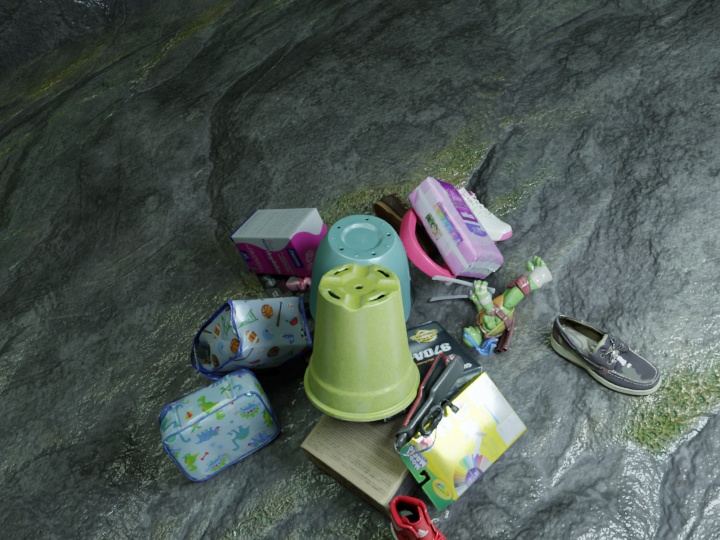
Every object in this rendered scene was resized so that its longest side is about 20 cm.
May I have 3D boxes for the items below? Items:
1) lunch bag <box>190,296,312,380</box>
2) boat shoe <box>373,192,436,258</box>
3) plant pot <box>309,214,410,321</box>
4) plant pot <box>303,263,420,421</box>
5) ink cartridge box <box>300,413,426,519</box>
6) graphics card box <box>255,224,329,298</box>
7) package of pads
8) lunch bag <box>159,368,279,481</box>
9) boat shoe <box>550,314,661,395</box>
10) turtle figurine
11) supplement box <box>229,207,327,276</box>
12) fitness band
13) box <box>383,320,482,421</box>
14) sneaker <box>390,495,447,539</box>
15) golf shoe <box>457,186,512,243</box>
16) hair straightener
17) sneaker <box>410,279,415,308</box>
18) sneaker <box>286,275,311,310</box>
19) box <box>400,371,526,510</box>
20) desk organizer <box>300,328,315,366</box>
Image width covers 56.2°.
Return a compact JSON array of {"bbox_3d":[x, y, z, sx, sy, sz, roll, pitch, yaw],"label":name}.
[{"bbox_3d":[-0.212,0.139,1.281,0.199,0.167,0.127,-32,65,45],"label":"lunch bag"},{"bbox_3d":[0.107,-0.101,1.455,0.069,0.071,0.201,-26,53,-18],"label":"boat shoe"},{"bbox_3d":[0.000,0.000,1.233,0.194,0.164,0.204,0,42,0],"label":"plant pot"},{"bbox_3d":[0.001,0.099,1.078,0.194,0.189,0.202,-1,29,1],"label":"plant pot"},{"bbox_3d":[0.021,0.296,1.153,0.197,0.076,0.165,24,62,37],"label":"ink cartridge box"},{"bbox_3d":[-0.125,-0.004,1.489,0.197,0.051,0.126,-33,46,-5],"label":"graphics card box"},{"bbox_3d":[0.185,-0.080,1.313,0.076,0.119,0.203,-42,62,26],"label":"package of pads"},{"bbox_3d":[-0.254,0.283,1.226,0.197,0.163,0.083,-29,41,-6],"label":"lunch bag"},{"bbox_3d":[0.405,0.137,1.129,0.072,0.066,0.198,-43,49,-18],"label":"boat shoe"},{"bbox_3d":[0.237,0.032,1.237,0.192,0.145,0.201,-33,50,-5],"label":"turtle figurine"},{"bbox_3d":[-0.167,-0.061,1.432,0.196,0.103,0.104,1,40,41],"label":"supplement box"},{"bbox_3d":[0.136,-0.049,1.323,0.037,0.143,0.201,-43,15,26],"label":"fitness band"},{"bbox_3d":[0.090,0.170,1.187,0.195,0.047,0.159,-14,33,-22],"label":"box"},{"bbox_3d":[0.105,0.414,0.981,0.078,0.117,0.199,-42,54,-16],"label":"sneaker"},{"bbox_3d":[0.226,-0.119,1.398,0.197,0.094,0.075,22,31,35],"label":"golf shoe"},{"bbox_3d":[0.113,0.208,1.051,0.076,0.042,0.200,1,37,42],"label":"hair straightener"},{"bbox_3d":[0.063,-0.005,1.385,0.072,0.089,0.203,-16,48,7],"label":"sneaker"},{"bbox_3d":[-0.053,0.044,1.399,0.194,0.098,0.079,-8,16,11],"label":"sneaker"},{"bbox_3d":[0.159,0.272,1.077,0.198,0.048,0.118,-35,84,-23],"label":"box"},{"bbox_3d":[-0.026,0.126,1.322,0.199,0.072,0.077,-39,45,-12],"label":"desk organizer"}]
